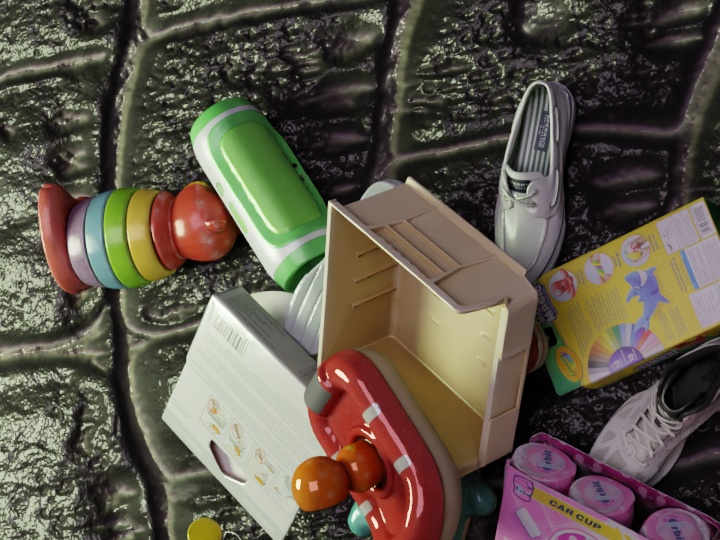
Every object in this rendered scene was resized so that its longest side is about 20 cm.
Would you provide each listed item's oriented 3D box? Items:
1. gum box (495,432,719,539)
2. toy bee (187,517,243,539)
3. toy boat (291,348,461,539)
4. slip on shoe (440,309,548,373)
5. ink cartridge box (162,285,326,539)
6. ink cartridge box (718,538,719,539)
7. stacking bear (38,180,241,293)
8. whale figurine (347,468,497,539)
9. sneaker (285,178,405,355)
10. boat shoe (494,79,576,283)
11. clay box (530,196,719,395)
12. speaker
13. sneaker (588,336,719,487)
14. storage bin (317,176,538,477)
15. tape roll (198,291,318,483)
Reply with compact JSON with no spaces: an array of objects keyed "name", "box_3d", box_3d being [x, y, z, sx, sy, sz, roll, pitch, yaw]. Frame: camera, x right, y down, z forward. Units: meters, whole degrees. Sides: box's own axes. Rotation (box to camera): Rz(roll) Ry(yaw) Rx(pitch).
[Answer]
[{"name":"gum box","box_3d":[0.214,0.241,1.494,0.199,0.066,0.115,26,130,26]},{"name":"toy bee","box_3d":[-0.125,0.316,1.678,0.199,0.108,0.133,-10,88,50]},{"name":"toy boat","box_3d":[-0.003,0.177,1.468,0.201,0.130,0.131,57,148,18]},{"name":"slip on shoe","box_3d":[0.099,0.027,1.587,0.200,0.061,0.075,49,131,36]},{"name":"ink cartridge box","box_3d":[-0.100,0.146,1.665,0.200,0.043,0.175,43,128,24]},{"name":"ink cartridge box","box_3d":[0.253,0.307,1.406,0.158,0.201,0.047,-23,36,1]},{"name":"stacking bear","box_3d":[-0.224,-0.042,1.755,0.197,0.121,0.115,-7,79,18]},{"name":"whale figurine","box_3d":[0.051,0.231,1.582,0.157,0.104,0.203,-12,76,25]},{"name":"sneaker","box_3d":[0.000,0.000,1.636,0.073,0.071,0.201,41,108,18]},{"name":"boat shoe","box_3d":[0.158,-0.084,1.585,0.073,0.067,0.203,4,86,27]},{"name":"clay box","box_3d":[0.255,0.029,1.534,0.199,0.047,0.116,-27,72,24]},{"name":"speaker","box_3d":[-0.096,-0.079,1.702,0.088,0.088,0.201,-40,69,17]},{"name":"sneaker","box_3d":[0.261,0.129,1.482,0.201,0.115,0.076,-47,67,15]},{"name":"storage bin","box_3d":[0.058,0.055,1.512,0.198,0.093,0.202,41,140,38]},{"name":"tape roll","box_3d":[-0.086,0.122,1.703,0.200,0.037,0.206,-3,83,27]}]
